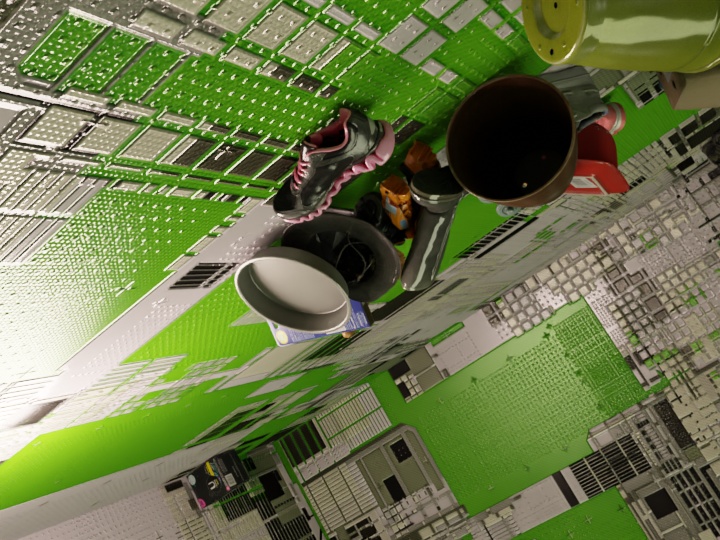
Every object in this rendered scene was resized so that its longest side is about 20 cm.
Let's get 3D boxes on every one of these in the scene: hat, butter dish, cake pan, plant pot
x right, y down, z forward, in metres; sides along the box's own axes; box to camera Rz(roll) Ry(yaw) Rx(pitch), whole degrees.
[{"bbox_3d":[-0.025,-0.041,1.289,0.201,0.201,0.081,-43,-160,42],"label":"hat"},{"bbox_3d":[0.395,-0.228,1.476,0.199,0.148,0.200,7,173,31],"label":"butter dish"},{"bbox_3d":[-0.106,0.031,1.298,0.200,0.200,0.037,-48,-162,51],"label":"cake pan"},{"bbox_3d":[0.252,-0.171,1.199,0.187,0.187,0.200,-35,157,18],"label":"plant pot"},{"bbox_3d":[0.296,-0.313,0.897,0.193,0.201,0.200,-13,162,-17],"label":"plant pot"},{"bbox_3d":[0.562,-0.365,1.250,0.177,0.200,0.200,-20,168,10],"label":"plant pot"}]

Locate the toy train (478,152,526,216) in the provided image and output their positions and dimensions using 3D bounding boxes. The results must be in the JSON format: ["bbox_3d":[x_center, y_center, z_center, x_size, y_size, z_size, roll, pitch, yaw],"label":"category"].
[{"bbox_3d":[0.245,-0.170,1.362,0.200,0.085,0.114,28,130,-37],"label":"toy train"}]

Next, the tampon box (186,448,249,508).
[{"bbox_3d":[-0.586,0.856,3.263,0.200,0.150,0.126,-38,165,30],"label":"tampon box"}]

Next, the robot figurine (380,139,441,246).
[{"bbox_3d":[0.087,-0.113,1.275,0.145,0.058,0.200,-52,157,-13],"label":"robot figurine"}]

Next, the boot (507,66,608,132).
[{"bbox_3d":[0.312,-0.259,1.265,0.200,0.096,0.074,-24,165,-25],"label":"boot"}]

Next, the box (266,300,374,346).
[{"bbox_3d":[-0.086,0.067,1.469,0.200,0.121,0.032,-14,-163,24],"label":"box"}]

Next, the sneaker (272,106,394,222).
[{"bbox_3d":[-0.055,-0.139,1.020,0.200,0.079,0.095,-38,143,26],"label":"sneaker"}]

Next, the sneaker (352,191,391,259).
[{"bbox_3d":[0.005,-0.065,1.368,0.079,0.075,0.200,-20,163,-45],"label":"sneaker"}]

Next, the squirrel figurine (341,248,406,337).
[{"bbox_3d":[0.000,0.000,1.535,0.200,0.142,0.187,-37,164,-45],"label":"squirrel figurine"}]

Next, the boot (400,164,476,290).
[{"bbox_3d":[0.100,-0.059,1.226,0.182,0.073,0.200,-18,141,-53],"label":"boot"}]

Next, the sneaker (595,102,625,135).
[{"bbox_3d":[0.439,-0.268,1.598,0.087,0.074,0.200,-6,151,-30],"label":"sneaker"}]

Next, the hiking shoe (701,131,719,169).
[{"bbox_3d":[1.195,-0.403,2.587,0.076,0.101,0.200,-30,166,-3],"label":"hiking shoe"}]

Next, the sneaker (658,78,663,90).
[{"bbox_3d":[0.576,-0.386,1.454,0.077,0.076,0.200,-8,167,4],"label":"sneaker"}]
